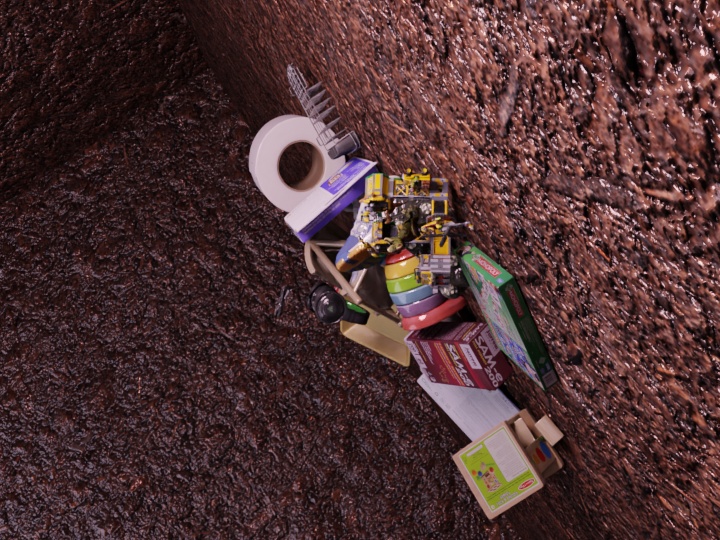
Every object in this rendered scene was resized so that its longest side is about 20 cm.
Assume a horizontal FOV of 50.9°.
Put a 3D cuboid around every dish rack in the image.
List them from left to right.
[{"bbox_3d":[-0.078,-0.309,1.463,0.203,0.054,0.153,60,173,-7],"label":"dish rack"}]

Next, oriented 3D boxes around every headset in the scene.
[{"bbox_3d":[-0.076,0.079,1.553,0.197,0.096,0.123,21,-175,-24],"label":"headset"}]

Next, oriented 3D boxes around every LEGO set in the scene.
[{"bbox_3d":[0.069,-0.042,1.059,0.201,0.150,0.119,97,177,-66],"label":"LEGO set"}]

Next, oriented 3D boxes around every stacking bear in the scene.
[{"bbox_3d":[0.092,-0.007,1.360,0.120,0.113,0.204,-15,99,39],"label":"stacking bear"}]

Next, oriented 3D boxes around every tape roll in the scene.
[{"bbox_3d":[-0.141,-0.237,1.669,0.205,0.201,0.139,58,175,-18],"label":"tape roll"}]

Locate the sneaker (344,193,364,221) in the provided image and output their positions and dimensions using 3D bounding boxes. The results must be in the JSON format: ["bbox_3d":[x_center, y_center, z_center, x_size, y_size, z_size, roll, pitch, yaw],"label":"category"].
[{"bbox_3d":[0.037,-0.096,1.489,0.200,0.080,0.077,50,170,44],"label":"sneaker"}]

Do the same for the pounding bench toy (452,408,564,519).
[{"bbox_3d":[0.298,0.323,1.363,0.126,0.199,0.155,57,-153,17],"label":"pounding bench toy"}]

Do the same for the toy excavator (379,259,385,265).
[{"bbox_3d":[0.076,0.015,1.775,0.200,0.100,0.195,47,173,17],"label":"toy excavator"}]

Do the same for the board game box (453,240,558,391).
[{"bbox_3d":[0.210,0.065,1.097,0.202,0.029,0.135,60,175,-30],"label":"board game box"}]

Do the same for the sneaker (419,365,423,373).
[{"bbox_3d":[0.199,0.228,1.785,0.076,0.098,0.200,59,173,-14],"label":"sneaker"}]

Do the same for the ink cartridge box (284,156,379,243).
[{"bbox_3d":[-0.053,-0.136,1.452,0.044,0.197,0.200,50,178,-16],"label":"ink cartridge box"}]

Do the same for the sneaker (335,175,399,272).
[{"bbox_3d":[0.023,-0.078,1.302,0.074,0.199,0.089,9,-132,-48],"label":"sneaker"}]

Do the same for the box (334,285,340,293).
[{"bbox_3d":[0.042,0.076,1.887,0.198,0.096,0.101,27,-155,-35],"label":"box"}]

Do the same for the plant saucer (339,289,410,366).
[{"bbox_3d":[0.045,0.101,1.749,0.197,0.048,0.203,24,135,25],"label":"plant saucer"}]

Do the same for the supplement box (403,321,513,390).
[{"bbox_3d":[0.177,0.155,1.398,0.199,0.061,0.110,-6,120,58],"label":"supplement box"}]

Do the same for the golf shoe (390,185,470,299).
[{"bbox_3d":[0.103,-0.048,1.202,0.203,0.076,0.088,59,-177,-7],"label":"golf shoe"}]

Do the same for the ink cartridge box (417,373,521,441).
[{"bbox_3d":[0.232,0.255,1.597,0.197,0.043,0.201,47,142,10],"label":"ink cartridge box"}]

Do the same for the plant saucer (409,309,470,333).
[{"bbox_3d":[0.165,0.117,1.497,0.200,0.036,0.203,39,145,34],"label":"plant saucer"}]

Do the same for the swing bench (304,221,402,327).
[{"bbox_3d":[0.000,0.000,1.568,0.198,0.132,0.198,27,177,36],"label":"swing bench"}]
